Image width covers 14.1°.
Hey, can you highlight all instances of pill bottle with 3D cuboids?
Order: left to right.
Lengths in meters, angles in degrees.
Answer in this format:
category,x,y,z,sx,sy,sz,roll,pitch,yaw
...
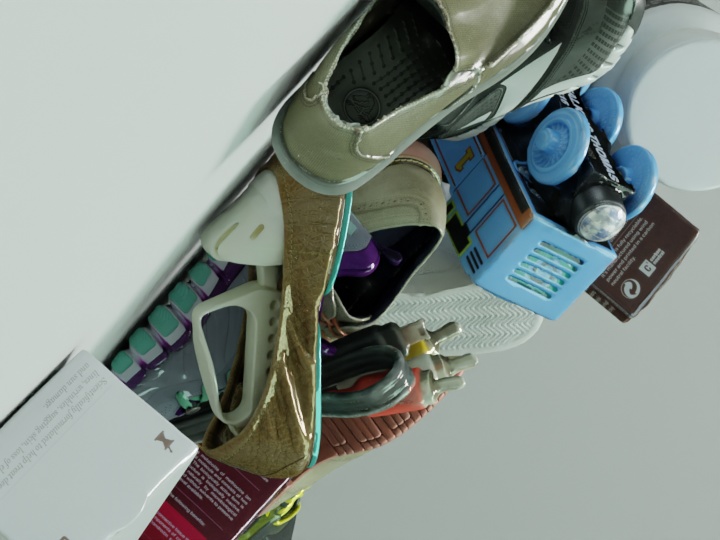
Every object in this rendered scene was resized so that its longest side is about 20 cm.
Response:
category,x,y,z,sx,sy,sz,roll,pitch,yaw
pill bottle,0.186,-0.120,1.833,0.114,0.114,0.200,-50,-162,5

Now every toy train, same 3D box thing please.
category,x,y,z,sx,sy,sz,roll,pitch,yaw
toy train,0.093,-0.071,1.680,0.114,0.087,0.200,-46,-140,22

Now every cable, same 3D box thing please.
category,x,y,z,sx,sy,sz,roll,pitch,yaw
cable,-0.034,0.078,1.581,0.199,0.050,0.097,-23,-161,10

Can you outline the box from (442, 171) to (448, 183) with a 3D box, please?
category,x,y,z,sx,sy,sz,roll,pitch,yaw
box,0.053,-0.031,1.937,0.200,0.124,0.149,-45,174,-40

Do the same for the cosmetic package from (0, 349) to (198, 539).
category,x,y,z,sx,sy,sz,roll,pitch,yaw
cosmetic package,-0.168,0.140,1.455,0.113,0.081,0.200,-46,174,-38

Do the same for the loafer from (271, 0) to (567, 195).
category,x,y,z,sx,sy,sz,roll,pitch,yaw
loafer,0.042,-0.116,1.393,0.200,0.075,0.070,-48,180,-18

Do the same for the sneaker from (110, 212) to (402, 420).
category,x,y,z,sx,sy,sz,roll,pitch,yaw
sneaker,-0.068,0.041,1.554,0.200,0.087,0.074,-50,176,6

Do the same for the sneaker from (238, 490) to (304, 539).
category,x,y,z,sx,sy,sz,roll,pitch,yaw
sneaker,-0.059,0.135,1.977,0.074,0.084,0.201,-48,143,-48

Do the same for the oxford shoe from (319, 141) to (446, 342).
category,x,y,z,sx,sy,sz,roll,pitch,yaw
oxford shoe,-0.030,0.013,1.616,0.200,0.071,0.074,-46,-147,23

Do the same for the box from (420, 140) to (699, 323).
category,x,y,z,sx,sy,sz,roll,pitch,yaw
box,0.113,-0.057,1.811,0.075,0.200,0.100,-52,177,0

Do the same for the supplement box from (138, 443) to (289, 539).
category,x,y,z,sx,sy,sz,roll,pitch,yaw
supplement box,-0.132,0.141,1.646,0.200,0.109,0.061,-45,176,-38

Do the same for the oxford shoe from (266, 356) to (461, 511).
category,x,y,z,sx,sy,sz,roll,pitch,yaw
oxford shoe,-0.025,0.089,1.774,0.199,0.071,0.074,-30,175,-1

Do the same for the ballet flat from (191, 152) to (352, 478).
category,x,y,z,sx,sy,sz,roll,pitch,yaw
ballet flat,-0.050,0.012,1.493,0.068,0.072,0.201,-137,-128,-61

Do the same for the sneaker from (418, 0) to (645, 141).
category,x,y,z,sx,sy,sz,roll,pitch,yaw
sneaker,0.070,-0.115,1.573,0.090,0.067,0.200,-17,172,-43

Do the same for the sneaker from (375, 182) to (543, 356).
category,x,y,z,sx,sy,sz,roll,pitch,yaw
sneaker,0.000,0.000,1.727,0.116,0.199,0.074,-106,-162,-53
